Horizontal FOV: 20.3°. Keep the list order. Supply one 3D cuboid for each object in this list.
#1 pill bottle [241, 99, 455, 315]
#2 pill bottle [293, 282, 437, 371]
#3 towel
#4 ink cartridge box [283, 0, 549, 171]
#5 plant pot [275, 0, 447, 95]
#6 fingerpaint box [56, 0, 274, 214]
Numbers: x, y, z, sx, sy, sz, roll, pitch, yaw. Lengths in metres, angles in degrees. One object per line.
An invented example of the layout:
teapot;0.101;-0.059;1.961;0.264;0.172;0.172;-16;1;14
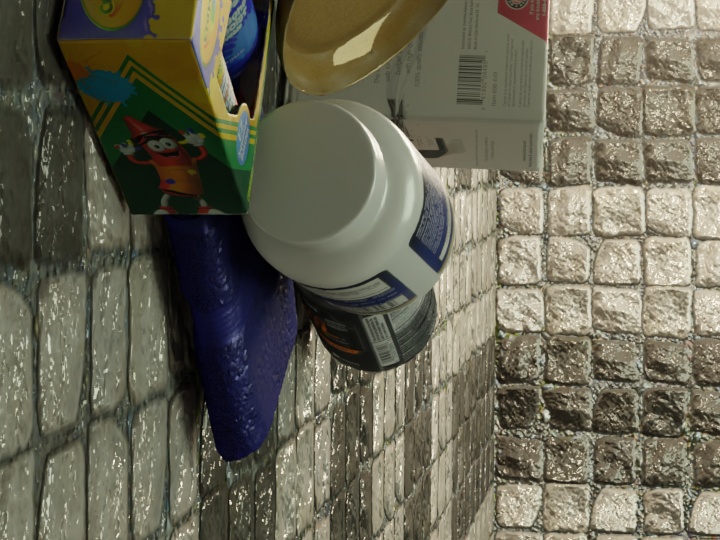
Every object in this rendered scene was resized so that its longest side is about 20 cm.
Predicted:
pill bottle;-0.010;-0.040;1.215;0.200;0.110;0.112;38;53;-76
pill bottle;0.000;0.000;1.591;0.200;0.105;0.107;69;23;-67
towel;-0.084;0.000;1.253;0.148;0.049;0.201;-74;161;-49
ink cartridge box;0.046;-0.160;1.568;0.085;0.198;0.147;85;9;-63
plant pot;0.016;-0.193;1.196;0.200;0.027;0.201;-43;160;-19
fingerpaint box;-0.094;-0.157;1.073;0.167;0.073;0.202;76;17;-60
